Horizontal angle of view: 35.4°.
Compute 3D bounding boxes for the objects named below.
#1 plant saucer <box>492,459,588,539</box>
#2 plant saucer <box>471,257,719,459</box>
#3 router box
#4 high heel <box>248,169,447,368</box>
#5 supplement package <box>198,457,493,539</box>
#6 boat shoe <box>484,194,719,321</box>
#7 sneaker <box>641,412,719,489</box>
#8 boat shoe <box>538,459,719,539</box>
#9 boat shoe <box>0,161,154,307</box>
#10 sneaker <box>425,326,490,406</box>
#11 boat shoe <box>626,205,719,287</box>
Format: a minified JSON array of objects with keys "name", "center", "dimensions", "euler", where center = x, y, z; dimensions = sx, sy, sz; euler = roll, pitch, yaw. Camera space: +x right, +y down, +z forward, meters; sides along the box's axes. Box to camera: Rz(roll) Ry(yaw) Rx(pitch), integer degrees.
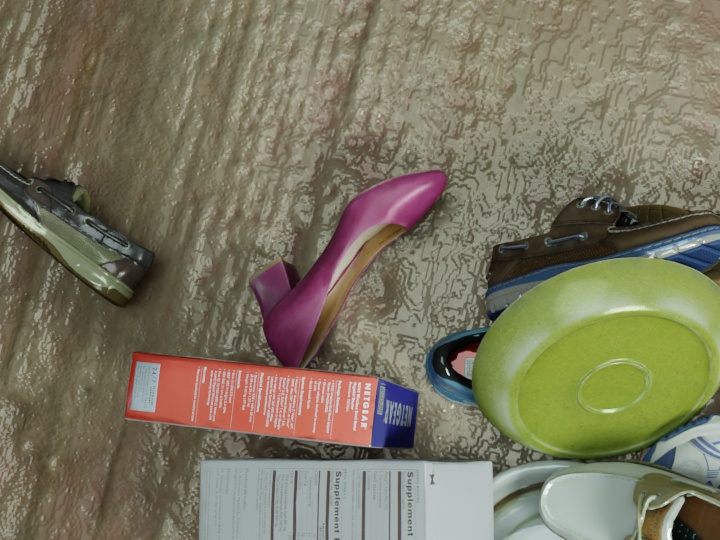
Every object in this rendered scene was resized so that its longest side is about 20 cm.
[{"name":"plant saucer","center":[0.154,0.248,0.872],"dimensions":[0.200,0.050,0.201],"euler":[-2,80,12]},{"name":"plant saucer","center":[0.183,0.077,0.829],"dimensions":[0.200,0.200,0.031],"euler":[-19,41,8]},{"name":"router box","center":[-0.058,0.102,0.863],"dimensions":[0.179,0.200,0.049],"euler":[5,82,11]},{"name":"high heel","center":[0.000,0.000,0.929],"dimensions":[0.200,0.067,0.096],"euler":[-31,65,10]},{"name":"supplement package","center":[-0.011,0.197,0.851],"dimensions":[0.200,0.114,0.110],"euler":[-6,79,32]},{"name":"boat shoe","center":[0.175,-0.018,0.847],"dimensions":[0.200,0.072,0.073],"euler":[-18,67,34]},{"name":"sneaker","center":[0.302,0.149,0.821],"dimensions":[0.200,0.075,0.088],"euler":[-20,50,22]},{"name":"boat shoe","center":[0.218,0.176,0.796],"dimensions":[0.200,0.068,0.075],"euler":[4,84,26]},{"name":"boat shoe","center":[-0.264,-0.047,1.001],"dimensions":[0.200,0.073,0.065],"euler":[39,79,11]},{"name":"sneaker","center":[0.147,0.078,0.880],"dimensions":[0.199,0.090,0.079],"euler":[-4,80,10]},{"name":"boat shoe","center":[0.271,-0.009,0.875],"dimensions":[0.200,0.065,0.073],"euler":[6,82,33]}]
